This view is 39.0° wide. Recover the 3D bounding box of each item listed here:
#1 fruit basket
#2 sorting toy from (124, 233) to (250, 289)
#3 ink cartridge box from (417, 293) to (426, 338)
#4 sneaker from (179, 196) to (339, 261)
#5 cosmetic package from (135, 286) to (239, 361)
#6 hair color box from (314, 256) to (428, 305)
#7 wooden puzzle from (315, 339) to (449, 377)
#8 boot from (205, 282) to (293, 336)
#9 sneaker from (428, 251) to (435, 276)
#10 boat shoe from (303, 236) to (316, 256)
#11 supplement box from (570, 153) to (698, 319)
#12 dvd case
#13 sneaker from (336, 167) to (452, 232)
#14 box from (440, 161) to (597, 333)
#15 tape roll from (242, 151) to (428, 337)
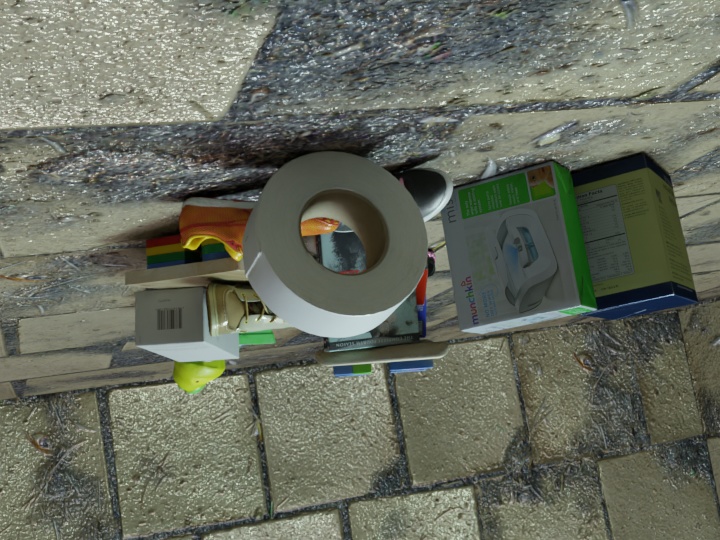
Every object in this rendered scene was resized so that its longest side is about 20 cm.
[{"bbox_3d":[-0.271,0.132,1.828,0.155,0.217,0.215,9,-175,42],"label":"fruit basket"},{"bbox_3d":[-0.188,-0.016,1.414,0.198,0.070,0.200,-7,172,30],"label":"sorting toy"},{"bbox_3d":[0.016,0.063,1.585,0.136,0.077,0.200,-4,-168,-21],"label":"ink cartridge box"},{"bbox_3d":[-0.121,-0.049,1.228,0.199,0.078,0.073,0,176,15],"label":"sneaker"},{"bbox_3d":[-0.256,0.085,1.523,0.107,0.085,0.200,-4,169,6],"label":"cosmetic package"},{"bbox_3d":[0.000,0.000,1.525,0.199,0.062,0.102,5,-161,2],"label":"hair color box"},{"bbox_3d":[0.029,0.130,1.471,0.184,0.047,0.200,-5,178,-1],"label":"wooden puzzle"},{"bbox_3d":[-0.127,0.051,1.400,0.154,0.073,0.200,-1,180,4],"label":"boot"},{"bbox_3d":[0.089,0.010,1.811,0.079,0.096,0.200,-15,170,20],"label":"sneaker"},{"bbox_3d":[-0.010,-0.052,1.463,0.069,0.074,0.199,1,-179,41],"label":"boat shoe"},{"bbox_3d":[0.389,-0.042,1.480,0.134,0.201,0.200,-14,169,25],"label":"supplement box"},{"bbox_3d":[0.009,0.004,1.386,0.145,0.201,0.022,-3,180,-28],"label":"dvd case"},{"bbox_3d":[0.012,-0.084,1.257,0.199,0.071,0.099,-10,176,31],"label":"sneaker"},{"bbox_3d":[0.215,-0.027,1.405,0.176,0.201,0.097,-13,169,25],"label":"box"},{"bbox_3d":[-0.029,-0.030,1.133,0.201,0.203,0.071,-5,159,-23],"label":"tape roll"}]
